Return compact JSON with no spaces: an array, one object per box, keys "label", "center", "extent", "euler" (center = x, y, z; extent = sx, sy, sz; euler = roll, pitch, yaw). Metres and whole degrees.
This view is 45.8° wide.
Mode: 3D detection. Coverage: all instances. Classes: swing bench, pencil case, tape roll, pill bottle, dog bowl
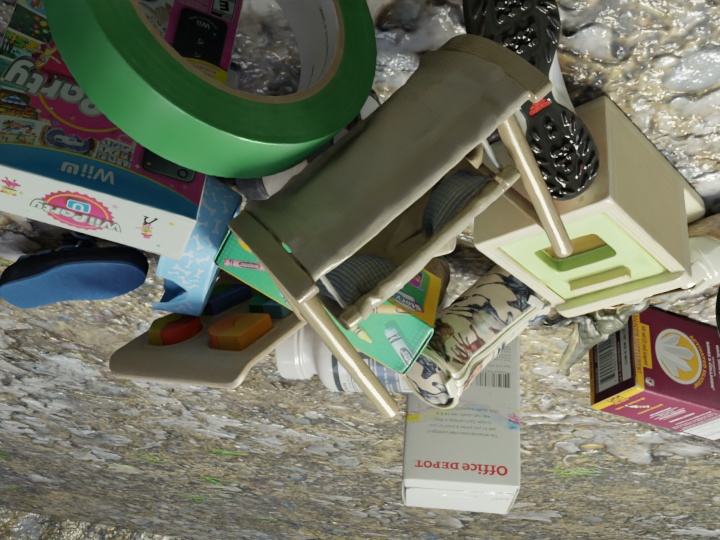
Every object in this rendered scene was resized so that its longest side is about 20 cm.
[{"label":"swing bench","center":[0.029,-0.038,0.597],"extent":[0.199,0.130,0.200],"euler":[-40,144,-7]},{"label":"pencil case","center":[0.121,0.064,0.885],"extent":[0.089,0.200,0.078],"euler":[-4,115,48]},{"label":"tape roll","center":[-0.083,-0.155,0.512],"extent":[0.200,0.201,0.048],"euler":[24,147,-29]},{"label":"pill bottle","center":[0.006,0.085,1.015],"extent":[0.199,0.120,0.120],"euler":[1,151,11]},{"label":"dog bowl","center":[-0.161,-0.020,0.849],"extent":[0.049,0.112,0.200],"euler":[21,154,-7]}]

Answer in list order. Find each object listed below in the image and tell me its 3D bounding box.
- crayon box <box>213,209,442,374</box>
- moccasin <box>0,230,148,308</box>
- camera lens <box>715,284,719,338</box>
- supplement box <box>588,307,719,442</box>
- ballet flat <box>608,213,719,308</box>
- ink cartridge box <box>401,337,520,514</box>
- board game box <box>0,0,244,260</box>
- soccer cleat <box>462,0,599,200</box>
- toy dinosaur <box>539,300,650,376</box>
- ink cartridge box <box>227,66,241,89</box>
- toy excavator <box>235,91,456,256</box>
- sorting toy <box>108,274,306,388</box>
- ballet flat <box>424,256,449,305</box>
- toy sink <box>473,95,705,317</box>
[{"label":"crayon box","center":[-0.023,0.002,0.796],"extent":[0.200,0.119,0.058],"euler":[31,112,-3]},{"label":"moccasin","center":[-0.329,-0.010,0.968],"extent":[0.199,0.068,0.081],"euler":[-6,142,18]},{"label":"camera lens","center":[0.460,0.050,0.820],"extent":[0.200,0.160,0.160],"euler":[22,148,-26]},{"label":"supplement box","center":[0.379,0.125,1.022],"extent":[0.199,0.111,0.086],"euler":[16,150,-18]},{"label":"ballet flat","center":[0.306,0.000,0.829],"extent":[0.068,0.067,0.200],"euler":[54,141,-7]},{"label":"ink cartridge box","center":[0.131,0.201,1.117],"extent":[0.145,0.201,0.145],"euler":[4,151,5]},{"label":"board game box","center":[-0.170,-0.123,0.588],"extent":[0.147,0.201,0.064],"euler":[15,151,-18]},{"label":"soccer cleat","center":[0.115,-0.143,0.623],"extent":[0.068,0.073,0.200],"euler":[-31,120,-2]},{"label":"toy dinosaur","center":[0.251,0.059,0.979],"extent":[0.088,0.048,0.200],"euler":[28,139,-2]},{"label":"ink cartridge box","center":[-0.211,-0.116,0.731],"extent":[0.146,0.086,0.200],"euler":[20,147,-23]},{"label":"toy excavator","center":[0.006,-0.058,0.760],"extent":[0.100,0.195,0.200],"euler":[-14,118,32]},{"label":"sorting toy","center":[-0.144,0.052,0.912],"extent":[0.185,0.200,0.037],"euler":[0,117,32]},{"label":"ballet flat","center":[0.000,0.000,0.900],"extent":[0.199,0.067,0.068],"euler":[11,155,-8]},{"label":"toy sink","center":[0.211,-0.037,0.760],"extent":[0.130,0.112,0.200],"euler":[-19,143,38]}]
